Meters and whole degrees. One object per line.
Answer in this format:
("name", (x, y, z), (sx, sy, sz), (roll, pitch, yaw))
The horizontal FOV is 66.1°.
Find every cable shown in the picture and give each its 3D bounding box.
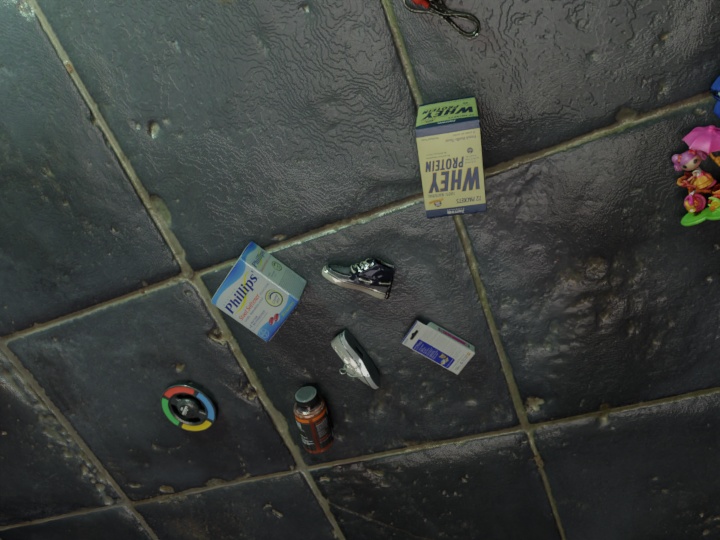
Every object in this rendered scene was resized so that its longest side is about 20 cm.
("cable", (0.162, -0.546, 1.154), (0.199, 0.051, 0.097), (43, 118, -13))

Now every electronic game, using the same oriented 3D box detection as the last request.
("electronic game", (-0.572, 0.457, 1.840), (0.194, 0.042, 0.205), (4, 120, 8))

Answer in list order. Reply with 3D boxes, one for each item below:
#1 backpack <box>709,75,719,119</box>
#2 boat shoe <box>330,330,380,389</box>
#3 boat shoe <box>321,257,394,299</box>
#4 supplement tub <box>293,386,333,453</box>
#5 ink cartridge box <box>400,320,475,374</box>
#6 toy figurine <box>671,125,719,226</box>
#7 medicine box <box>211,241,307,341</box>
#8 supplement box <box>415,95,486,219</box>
("backpack", (0.796, -0.329, 1.080), (0.165, 0.202, 0.164), (26, 121, -6))
("boat shoe", (-0.023, 0.278, 1.629), (0.085, 0.075, 0.204), (-29, 108, 22))
("boat shoe", (0.000, 0.000, 1.480), (0.195, 0.075, 0.095), (18, 114, -10))
("supplement tub", (-0.150, 0.465, 1.735), (0.104, 0.108, 0.205), (-4, 118, 12))
("ink cartridge box", (0.221, 0.213, 1.574), (0.196, 0.037, 0.096), (28, 120, -9))
("toy figurine", (0.759, -0.220, 1.212), (0.186, 0.150, 0.199), (54, 139, -5))
("medicine box", (-0.280, 0.060, 1.535), (0.198, 0.104, 0.183), (35, 119, -12))
("supplement box", (0.201, -0.252, 1.223), (0.130, 0.201, 0.205), (-6, 119, 12))
